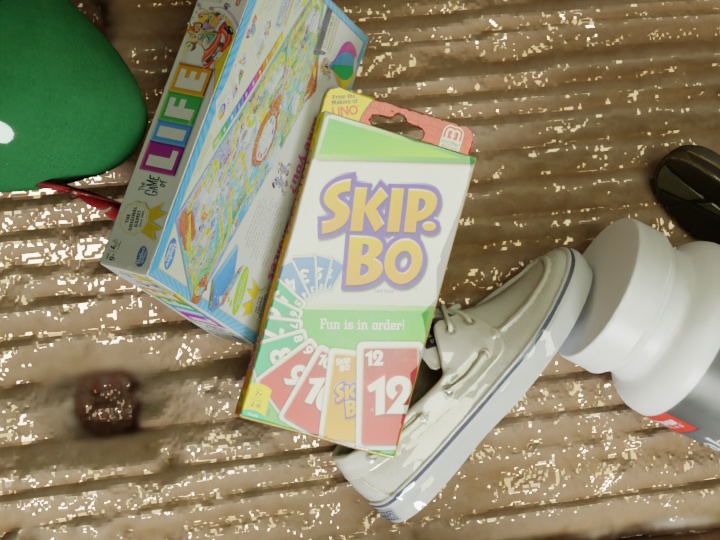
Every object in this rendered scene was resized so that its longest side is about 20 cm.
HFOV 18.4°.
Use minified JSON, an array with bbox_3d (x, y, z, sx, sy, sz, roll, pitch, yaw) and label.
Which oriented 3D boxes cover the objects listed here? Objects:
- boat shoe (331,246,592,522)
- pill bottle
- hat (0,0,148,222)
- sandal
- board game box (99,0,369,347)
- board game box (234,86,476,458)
[{"bbox_3d":[0.058,0.054,1.337,0.070,0.071,0.200,43,83,-17],"label":"boat shoe"},{"bbox_3d":[0.227,0.052,1.368,0.200,0.116,0.116,26,81,-16],"label":"pill bottle"},{"bbox_3d":[-0.128,-0.070,1.207,0.176,0.200,0.166,24,99,-2],"label":"hat"},{"bbox_3d":[0.273,-0.020,1.417,0.200,0.082,0.055,37,56,-8],"label":"sandal"},{"bbox_3d":[-0.068,-0.071,1.262,0.134,0.034,0.200,39,68,-58],"label":"board game box"},{"bbox_3d":[0.000,0.000,1.287,0.095,0.030,0.201,16,84,-11],"label":"board game box"}]
